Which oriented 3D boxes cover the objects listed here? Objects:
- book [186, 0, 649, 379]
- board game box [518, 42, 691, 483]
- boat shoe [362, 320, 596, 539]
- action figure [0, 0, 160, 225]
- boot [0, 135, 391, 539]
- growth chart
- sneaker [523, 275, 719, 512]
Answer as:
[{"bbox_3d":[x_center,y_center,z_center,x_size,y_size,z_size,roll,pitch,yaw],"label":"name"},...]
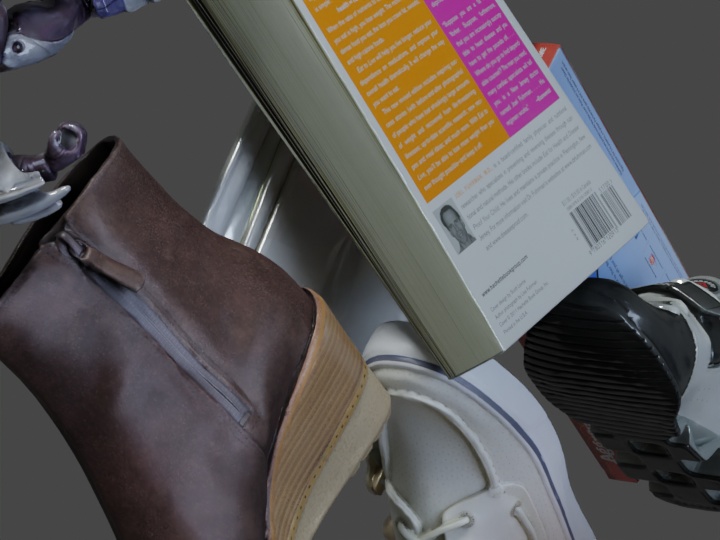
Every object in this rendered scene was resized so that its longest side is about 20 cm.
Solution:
[{"bbox_3d":[0.026,-0.073,1.090,0.200,0.048,0.134,57,41,-3],"label":"book"},{"bbox_3d":[0.103,0.000,1.244,0.200,0.019,0.103,56,50,-43],"label":"board game box"},{"bbox_3d":[0.045,0.102,1.135,0.070,0.071,0.200,-64,146,-29],"label":"boat shoe"},{"bbox_3d":[-0.128,-0.091,0.947,0.200,0.069,0.130,-44,128,-36],"label":"action figure"},{"bbox_3d":[-0.089,0.072,1.016,0.166,0.072,0.200,41,65,-26],"label":"boot"},{"bbox_3d":[0.000,0.000,1.138,0.200,0.018,0.145,53,52,-36],"label":"growth chart"},{"bbox_3d":[0.131,0.032,1.215,0.200,0.074,0.089,50,55,-58],"label":"sneaker"}]
